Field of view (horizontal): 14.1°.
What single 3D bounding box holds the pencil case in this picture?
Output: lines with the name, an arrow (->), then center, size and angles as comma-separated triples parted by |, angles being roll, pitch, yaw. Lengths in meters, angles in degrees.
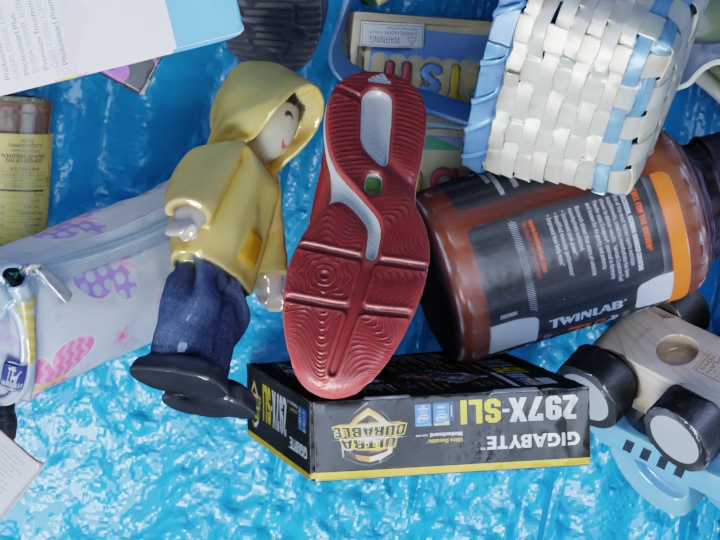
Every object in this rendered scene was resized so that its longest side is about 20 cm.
pencil case -> -0.146, 0.004, 1.632 | 0.200, 0.083, 0.091 | -23, 141, -43

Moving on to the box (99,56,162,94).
box -> -0.180, -0.210, 1.670 | 0.199, 0.036, 0.143 | 29, 90, -13

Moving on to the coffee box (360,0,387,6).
coffee box -> 0.062, -0.254, 1.714 | 0.199, 0.044, 0.123 | -29, 103, -8

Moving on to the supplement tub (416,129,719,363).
supplement tub -> 0.132, -0.021, 1.697 | 0.199, 0.107, 0.107 | -16, 99, -10

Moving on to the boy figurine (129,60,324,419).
boy figurine -> -0.068, -0.019, 1.600 | 0.124, 0.064, 0.201 | 48, 52, -54

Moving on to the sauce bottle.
sauce bottle -> -0.213, -0.002, 1.670 | 0.064, 0.065, 0.201 | 4, 96, -13

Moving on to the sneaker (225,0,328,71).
sneaker -> -0.046, -0.204, 1.660 | 0.070, 0.082, 0.200 | 10, 138, 8

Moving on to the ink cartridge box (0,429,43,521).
ink cartridge box -> -0.299, 0.080, 1.616 | 0.200, 0.175, 0.084 | 43, 69, -14

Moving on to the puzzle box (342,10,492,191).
puzzle box -> 0.082, -0.083, 1.747 | 0.199, 0.025, 0.134 | 3, 96, -13

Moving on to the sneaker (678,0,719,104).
sneaker -> 0.251, -0.116, 1.734 | 0.200, 0.067, 0.090 | 19, 71, -31

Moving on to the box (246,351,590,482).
box -> 0.028, 0.081, 1.662 | 0.159, 0.200, 0.050 | -1, 95, -13

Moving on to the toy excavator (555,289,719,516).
toy excavator -> 0.223, 0.124, 1.758 | 0.100, 0.194, 0.200 | -44, 144, -29

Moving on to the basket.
basket -> 0.086, -0.139, 1.633 | 0.199, 0.177, 0.139 | 20, 48, 3

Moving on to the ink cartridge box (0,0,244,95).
ink cartridge box -> -0.183, -0.167, 1.590 | 0.199, 0.129, 0.126 | -15, 99, -11

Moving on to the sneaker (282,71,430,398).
sneaker -> 0.000, 0.000, 1.623 | 0.078, 0.116, 0.201 | 12, 60, 3
